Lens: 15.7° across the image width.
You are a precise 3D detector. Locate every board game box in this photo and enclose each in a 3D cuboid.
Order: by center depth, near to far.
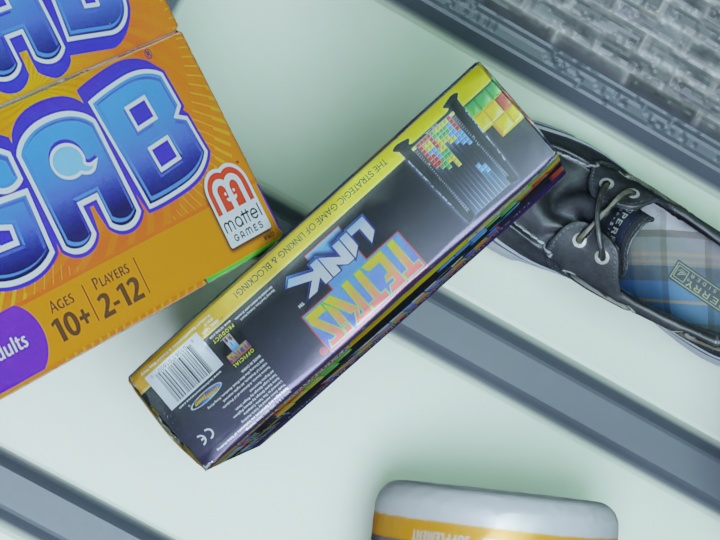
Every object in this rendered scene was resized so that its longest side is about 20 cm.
[{"bbox_3d":[-0.198,-0.038,1.082,0.200,0.199,0.200,-31,95,-52],"label":"board game box"},{"bbox_3d":[0.000,0.000,1.154,0.200,0.165,0.057,-42,85,5],"label":"board game box"}]

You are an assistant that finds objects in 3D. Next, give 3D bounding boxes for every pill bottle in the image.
[{"bbox_3d":[0.054,0.201,1.205,0.116,0.116,0.201,6,86,-11],"label":"pill bottle"}]

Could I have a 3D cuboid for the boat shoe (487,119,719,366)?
[{"bbox_3d":[0.127,-0.013,1.253,0.200,0.066,0.070,35,82,-8],"label":"boat shoe"}]
